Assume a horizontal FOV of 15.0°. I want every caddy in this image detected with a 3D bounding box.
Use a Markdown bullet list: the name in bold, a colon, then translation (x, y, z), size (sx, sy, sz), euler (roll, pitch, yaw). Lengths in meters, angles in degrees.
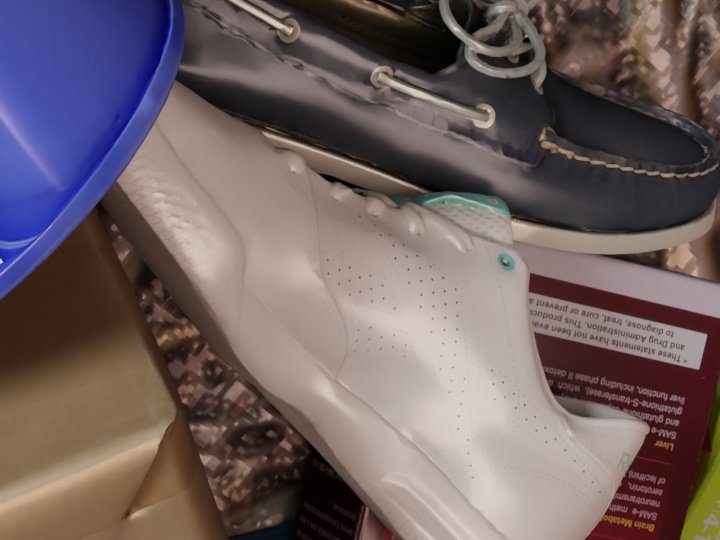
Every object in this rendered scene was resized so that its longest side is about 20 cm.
- **caddy**: translation (-0.117, -0.054, 0.680), size (0.141, 0.200, 0.105), euler (-36, 121, 10)

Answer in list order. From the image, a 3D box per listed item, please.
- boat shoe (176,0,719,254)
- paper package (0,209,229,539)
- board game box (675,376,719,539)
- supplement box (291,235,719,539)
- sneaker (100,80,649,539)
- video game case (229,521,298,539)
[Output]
- **boat shoe**: translation (0.021, -0.058, 0.807), size (0.199, 0.075, 0.062), euler (15, 114, -12)
- **paper package**: translation (-0.141, 0.057, 0.714), size (0.190, 0.200, 0.104), euler (-22, 127, -8)
- **board game box**: translation (0.180, 0.099, 0.905), size (0.199, 0.048, 0.102), euler (15, 117, -21)
- **supplement box**: translation (0.037, 0.089, 0.844), size (0.108, 0.061, 0.201), euler (13, 91, -20)
- **sneaker**: translation (0.000, 0.000, 0.765), size (0.088, 0.075, 0.200), euler (-43, 106, -6)
- **video game case**: translation (-0.037, 0.183, 0.893), size (0.142, 0.018, 0.201), euler (-13, 110, -14)
